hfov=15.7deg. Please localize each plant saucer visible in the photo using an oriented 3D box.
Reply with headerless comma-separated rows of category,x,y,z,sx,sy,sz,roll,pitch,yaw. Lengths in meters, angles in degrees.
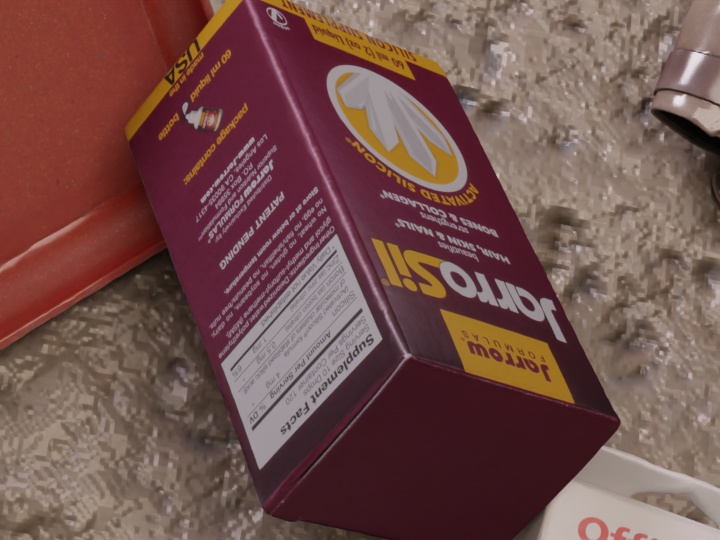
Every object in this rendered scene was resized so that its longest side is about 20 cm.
plant saucer,-0.149,-0.071,0.997,0.199,0.037,0.201,-32,125,-20

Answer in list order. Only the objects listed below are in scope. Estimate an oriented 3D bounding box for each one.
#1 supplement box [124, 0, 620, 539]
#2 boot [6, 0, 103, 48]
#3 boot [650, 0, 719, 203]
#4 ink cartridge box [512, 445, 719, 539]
supplement box,0.000,0.000,0.974,0.110,0.086,0.201,18,35,-39
boot,-0.184,-0.166,1.041,0.095,0.074,0.201,-26,84,-26
boot,0.225,-0.059,1.130,0.200,0.070,0.146,42,76,1
ink cartridge box,0.095,0.176,0.994,0.128,0.125,0.201,21,71,-8
